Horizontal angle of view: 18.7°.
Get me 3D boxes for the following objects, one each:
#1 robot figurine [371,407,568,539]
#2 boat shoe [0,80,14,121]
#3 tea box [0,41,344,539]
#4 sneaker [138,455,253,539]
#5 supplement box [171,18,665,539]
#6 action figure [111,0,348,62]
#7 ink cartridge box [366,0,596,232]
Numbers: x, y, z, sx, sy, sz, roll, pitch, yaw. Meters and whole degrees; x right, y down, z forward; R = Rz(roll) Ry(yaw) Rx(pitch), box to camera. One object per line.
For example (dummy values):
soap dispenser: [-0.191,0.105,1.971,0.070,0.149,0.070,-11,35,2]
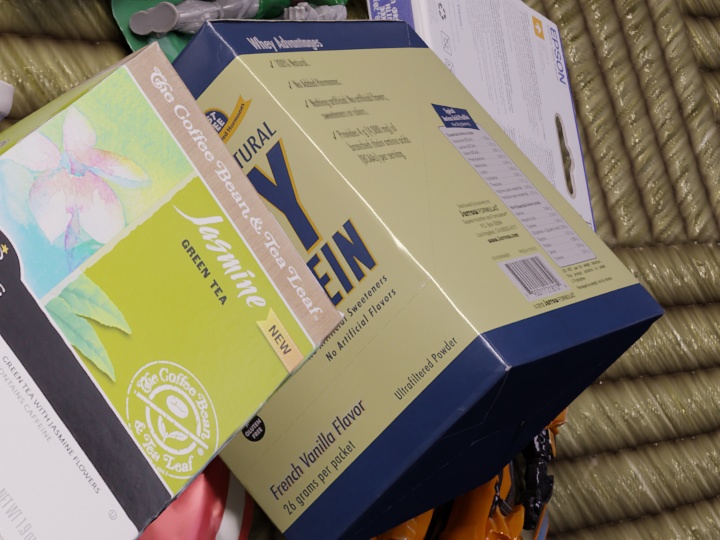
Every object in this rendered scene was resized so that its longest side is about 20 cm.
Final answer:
robot figurine: [0.055,0.102,1.153,0.145,0.058,0.200,46,44,-24]
boat shoe: [-0.222,-0.064,0.926,0.200,0.072,0.069,-6,112,-68]
tea box: [-0.150,0.043,0.797,0.134,0.200,0.197,55,41,-11]
sneaker: [-0.114,0.114,0.946,0.115,0.078,0.200,26,52,-40]
supplement box: [0.000,0.000,1.010,0.200,0.134,0.200,49,24,14]
action figure: [-0.057,-0.155,1.168,0.200,0.055,0.118,-17,81,-55]
ink cartridge box: [0.072,-0.079,1.267,0.200,0.043,0.197,25,53,-58]
